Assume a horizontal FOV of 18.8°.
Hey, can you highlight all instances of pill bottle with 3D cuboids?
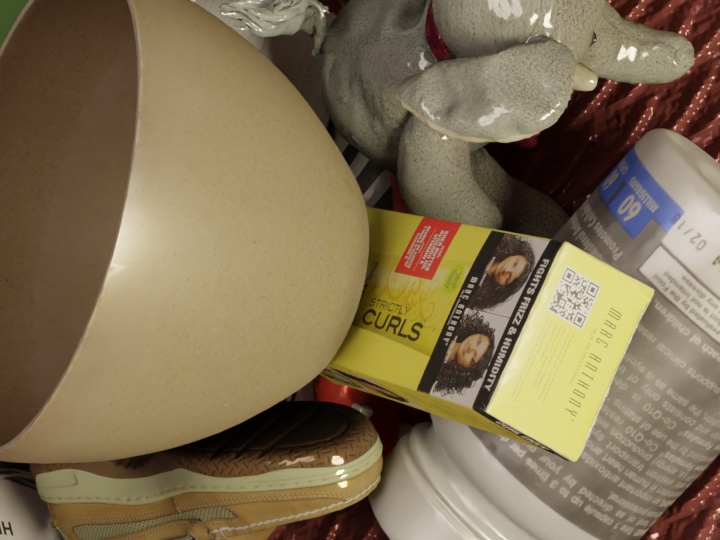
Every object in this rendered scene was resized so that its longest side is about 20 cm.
[{"bbox_3d":[0.100,0.049,0.919,0.200,0.113,0.114,-49,58,14],"label":"pill bottle"}]

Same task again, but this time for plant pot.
[{"bbox_3d":[-0.075,-0.011,0.883,0.200,0.133,0.202,-35,48,51],"label":"plant pot"}]

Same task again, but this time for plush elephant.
[{"bbox_3d":[0.062,-0.099,0.915,0.154,0.199,0.166,-8,67,52],"label":"plush elephant"}]

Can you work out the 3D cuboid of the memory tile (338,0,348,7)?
[{"bbox_3d":[0.010,-0.204,1.094,0.199,0.017,0.154,27,94,35],"label":"memory tile"}]

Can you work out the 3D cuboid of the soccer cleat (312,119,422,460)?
[{"bbox_3d":[0.000,0.000,1.029,0.085,0.068,0.202,-2,75,42],"label":"soccer cleat"}]

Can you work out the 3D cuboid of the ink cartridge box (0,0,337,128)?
[{"bbox_3d":[-0.109,-0.102,1.011,0.059,0.199,0.105,-9,60,66],"label":"ink cartridge box"}]

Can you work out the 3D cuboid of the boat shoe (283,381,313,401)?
[{"bbox_3d":[-0.084,0.082,1.060,0.072,0.068,0.201,34,99,34],"label":"boat shoe"}]

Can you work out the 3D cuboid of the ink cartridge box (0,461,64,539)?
[{"bbox_3d":[-0.190,0.132,1.091,0.068,0.116,0.201,-30,65,25],"label":"ink cartridge box"}]

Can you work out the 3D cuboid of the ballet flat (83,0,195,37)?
[{"bbox_3d":[-0.066,-0.152,0.910,0.200,0.069,0.071,-41,34,15],"label":"ballet flat"}]

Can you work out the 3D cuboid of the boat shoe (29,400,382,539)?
[{"bbox_3d":[-0.063,0.106,0.972,0.199,0.071,0.077,-7,102,45],"label":"boat shoe"}]

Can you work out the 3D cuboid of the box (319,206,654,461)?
[{"bbox_3d":[0.032,0.019,0.882,0.200,0.050,0.076,15,77,62],"label":"box"}]
